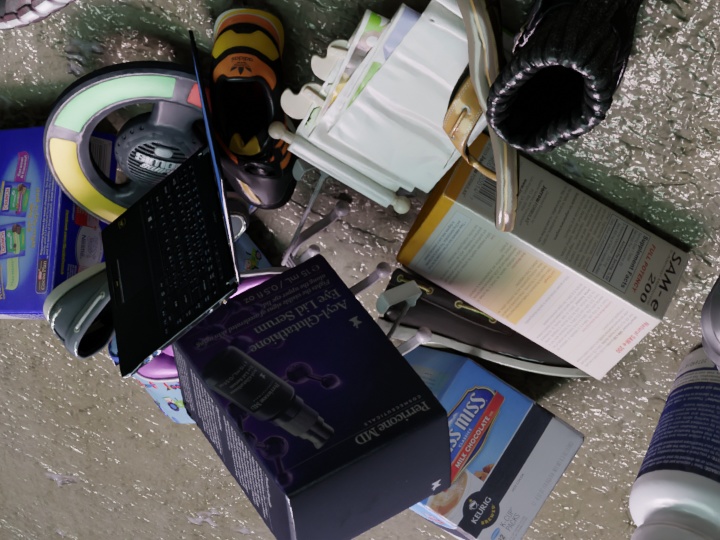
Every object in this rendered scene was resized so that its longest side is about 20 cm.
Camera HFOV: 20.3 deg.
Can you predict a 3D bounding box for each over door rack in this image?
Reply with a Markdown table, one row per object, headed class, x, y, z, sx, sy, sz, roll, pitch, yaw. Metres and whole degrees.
| class | x | y | z | sx | sy | sz | roll | pitch | yaw |
| --- | --- | --- | --- | --- | --- | --- | --- | --- | --- |
| over door rack | 0.000 | 0.000 | 1.673 | 0.148 | 0.067 | 0.200 | 57 | 162 | 18 |

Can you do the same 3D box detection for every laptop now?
| class | x | y | z | sx | sy | sz | roll | pitch | yaw |
| --- | --- | --- | --- | --- | --- | --- | --- | --- | --- |
| laptop | -0.159 | -0.051 | 1.581 | 0.200 | 0.177 | 0.103 | -37 | 130 | 21 |

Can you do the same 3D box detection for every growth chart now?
| class | x | y | z | sx | sy | sz | roll | pitch | yaw |
| --- | --- | --- | --- | --- | --- | --- | --- | --- | --- |
| growth chart | 0.033 | -0.130 | 1.501 | 0.145 | 0.018 | 0.200 | 38 | 123 | -13 |

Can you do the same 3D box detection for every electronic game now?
| class | x | y | z | sx | sy | sz | roll | pitch | yaw |
| --- | --- | --- | --- | --- | --- | --- | --- | --- | --- |
| electronic game | -0.168 | -0.099 | 1.694 | 0.199 | 0.042 | 0.200 | 3 | 137 | 2 |

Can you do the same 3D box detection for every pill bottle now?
| class | x | y | z | sx | sy | sz | roll | pitch | yaw |
| --- | --- | --- | --- | --- | --- | --- | --- | --- | --- |
| pill bottle | 0.286 | 0.169 | 1.648 | 0.111 | 0.200 | 0.111 | 19 | 148 | 13 |

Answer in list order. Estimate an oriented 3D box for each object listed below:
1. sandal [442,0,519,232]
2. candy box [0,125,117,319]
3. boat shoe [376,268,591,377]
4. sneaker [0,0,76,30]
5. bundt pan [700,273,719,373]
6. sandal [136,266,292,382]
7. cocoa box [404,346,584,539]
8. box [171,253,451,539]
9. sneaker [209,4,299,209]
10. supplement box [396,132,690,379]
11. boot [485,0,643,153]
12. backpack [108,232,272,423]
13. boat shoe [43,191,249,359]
| class | x | y | z | sx | sy | sz | roll | pitch | yaw |
| --- | --- | --- | --- | --- | --- | --- | --- | --- | --- |
| sandal | 0.082 | -0.124 | 1.435 | 0.054 | 0.080 | 0.200 | -8 | 116 | 11 |
| candy box | -0.319 | -0.041 | 1.817 | 0.200 | 0.170 | 0.077 | 0 | 172 | 37 |
| boat shoe | 0.110 | 0.047 | 1.729 | 0.201 | 0.061 | 0.072 | 13 | -179 | 22 |
| sneaker | -0.244 | -0.263 | 1.544 | 0.200 | 0.076 | 0.116 | -14 | 126 | 34 |
| bundt pan | 0.338 | 0.069 | 1.517 | 0.202 | 0.076 | 0.202 | 39 | 167 | 10 |
| sandal | -0.131 | 0.041 | 1.726 | 0.202 | 0.050 | 0.083 | -22 | 85 | 28 |
| cocoa box | 0.084 | 0.158 | 1.789 | 0.131 | 0.134 | 0.200 | 35 | 173 | -12 |
| box | -0.040 | 0.109 | 1.589 | 0.200 | 0.148 | 0.104 | 49 | 158 | 35 |
| sneaker | -0.090 | -0.109 | 1.593 | 0.070 | 0.090 | 0.200 | 1 | 135 | 5 |
| supplement box | 0.145 | -0.010 | 1.609 | 0.200 | 0.074 | 0.126 | 31 | 150 | -3 |
| boot | 0.134 | -0.129 | 1.351 | 0.079 | 0.158 | 0.211 | 19 | 147 | 5 |
| backpack | -0.159 | 0.029 | 1.847 | 0.182 | 0.135 | 0.200 | -4 | 135 | 40 |
| boat shoe | -0.174 | 0.007 | 1.706 | 0.062 | 0.200 | 0.073 | 59 | -179 | 41 |
